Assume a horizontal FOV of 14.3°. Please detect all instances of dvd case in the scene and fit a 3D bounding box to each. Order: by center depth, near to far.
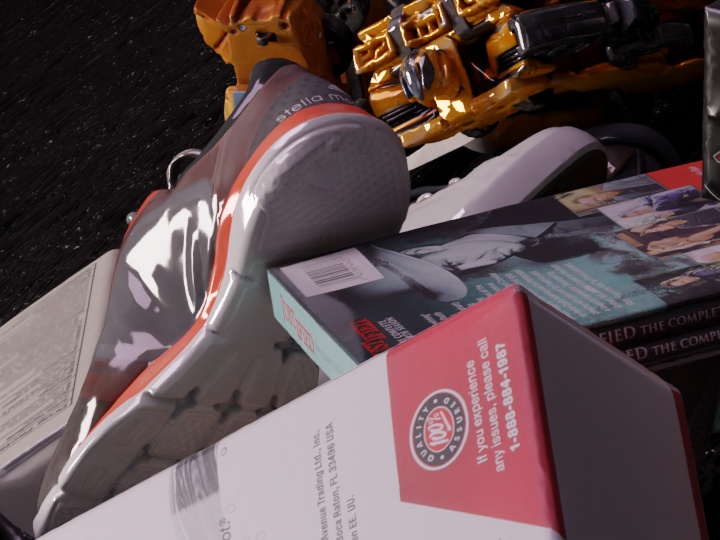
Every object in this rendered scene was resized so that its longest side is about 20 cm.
[{"bbox_3d":[0.082,0.000,0.892,0.199,0.022,0.146,-13,16,-12],"label":"dvd case"}]

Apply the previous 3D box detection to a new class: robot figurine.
[{"bbox_3d":[0.078,-0.088,1.164,0.145,0.058,0.200,-26,-12,37],"label":"robot figurine"},{"bbox_3d":[-0.018,-0.059,1.232,0.058,0.200,0.145,3,43,16],"label":"robot figurine"}]

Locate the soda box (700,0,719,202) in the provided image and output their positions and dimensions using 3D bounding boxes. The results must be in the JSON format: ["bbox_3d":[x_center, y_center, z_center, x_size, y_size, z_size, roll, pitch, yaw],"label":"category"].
[{"bbox_3d":[0.187,-0.075,0.906,0.071,0.064,0.200,17,30,35],"label":"soda box"}]

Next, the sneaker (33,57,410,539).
[{"bbox_3d":[-0.054,0.015,0.995,0.200,0.077,0.082,-55,41,17],"label":"sneaker"}]

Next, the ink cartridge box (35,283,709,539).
[{"bbox_3d":[-0.004,0.117,0.780,0.200,0.084,0.145,-28,51,28],"label":"ink cartridge box"}]

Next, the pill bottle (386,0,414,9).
[{"bbox_3d":[0.094,-0.183,1.197,0.199,0.107,0.106,-17,20,10],"label":"pill bottle"}]

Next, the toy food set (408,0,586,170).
[{"bbox_3d":[0.052,-0.096,1.439,0.143,0.061,0.200,-24,12,40],"label":"toy food set"}]

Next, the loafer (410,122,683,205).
[{"bbox_3d":[0.037,0.005,1.146,0.200,0.072,0.063,-26,26,22],"label":"loafer"}]

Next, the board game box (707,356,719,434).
[{"bbox_3d":[0.163,-0.018,1.004,0.135,0.028,0.200,-23,22,42],"label":"board game box"}]

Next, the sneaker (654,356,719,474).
[{"bbox_3d":[0.036,0.083,0.899,0.200,0.073,0.071,-49,25,-25],"label":"sneaker"}]

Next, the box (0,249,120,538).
[{"bbox_3d":[-0.118,0.094,1.154,0.128,0.109,0.200,-35,16,9],"label":"box"}]

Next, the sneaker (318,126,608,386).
[{"bbox_3d":[0.000,0.000,1.075,0.200,0.085,0.073,-40,-26,-8],"label":"sneaker"}]

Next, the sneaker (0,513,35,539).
[{"bbox_3d":[-0.142,0.103,0.973,0.200,0.079,0.075,17,53,42],"label":"sneaker"}]
